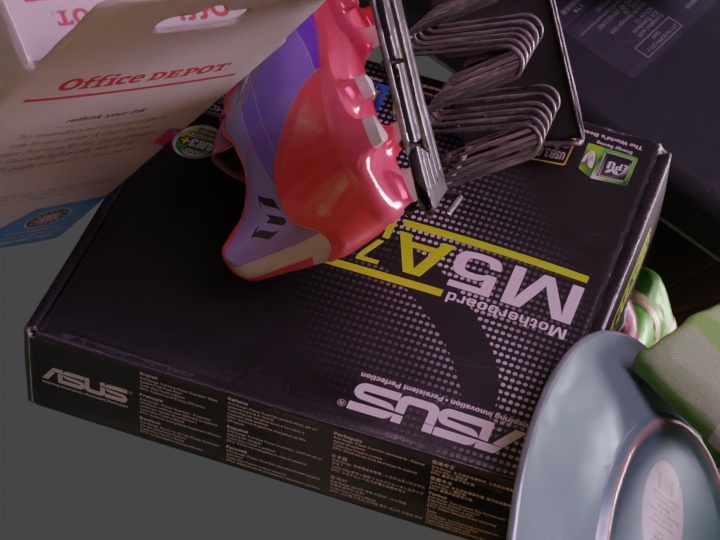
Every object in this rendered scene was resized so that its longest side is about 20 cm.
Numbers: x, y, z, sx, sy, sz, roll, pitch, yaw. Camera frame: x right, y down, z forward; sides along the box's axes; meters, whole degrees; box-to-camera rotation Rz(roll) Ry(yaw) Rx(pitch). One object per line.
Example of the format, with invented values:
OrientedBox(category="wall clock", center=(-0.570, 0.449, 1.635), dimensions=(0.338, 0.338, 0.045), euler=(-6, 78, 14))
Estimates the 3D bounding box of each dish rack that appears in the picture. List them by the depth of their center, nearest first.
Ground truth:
OrientedBox(category="dish rack", center=(0.033, -0.102, 0.929), dimensions=(0.200, 0.054, 0.154), euler=(-54, 130, -76))

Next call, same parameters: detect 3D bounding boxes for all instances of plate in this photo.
OrientedBox(category="plate", center=(0.103, 0.121, 0.949), dimensions=(0.200, 0.025, 0.202), euler=(10, 78, -61))

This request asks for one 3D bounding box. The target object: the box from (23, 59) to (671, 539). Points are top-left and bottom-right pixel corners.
OrientedBox(category="box", center=(0.000, 0.000, 1.001), dimensions=(0.199, 0.048, 0.194), euler=(17, 44, 11))

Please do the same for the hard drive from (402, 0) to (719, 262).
OrientedBox(category="hard drive", center=(0.133, -0.094, 1.124), dimensions=(0.200, 0.033, 0.139), euler=(37, 55, 18))

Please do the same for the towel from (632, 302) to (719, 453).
OrientedBox(category="towel", center=(0.210, 0.071, 0.960), dimensions=(0.200, 0.031, 0.149), euler=(43, 37, 17))

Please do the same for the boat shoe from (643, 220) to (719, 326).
OrientedBox(category="boat shoe", center=(0.161, -0.016, 1.202), dimensions=(0.065, 0.073, 0.201), euler=(39, 40, -64))

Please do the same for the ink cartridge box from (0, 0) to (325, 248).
OrientedBox(category="ink cartridge box", center=(-0.110, -0.075, 0.909), dimensions=(0.115, 0.200, 0.068), euler=(-12, 73, -44))

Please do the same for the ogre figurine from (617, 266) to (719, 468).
OrientedBox(category="ogre figurine", center=(0.080, 0.021, 1.093), dimensions=(0.201, 0.098, 0.120), euler=(59, 31, -11))

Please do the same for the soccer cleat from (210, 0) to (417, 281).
OrientedBox(category="soccer cleat", center=(-0.028, -0.073, 0.999), dimensions=(0.067, 0.076, 0.201), euler=(54, 13, -37))

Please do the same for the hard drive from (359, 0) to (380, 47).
OrientedBox(category="hard drive", center=(-0.031, -0.171, 1.149), dimensions=(0.199, 0.042, 0.136), euler=(9, 60, -37))
